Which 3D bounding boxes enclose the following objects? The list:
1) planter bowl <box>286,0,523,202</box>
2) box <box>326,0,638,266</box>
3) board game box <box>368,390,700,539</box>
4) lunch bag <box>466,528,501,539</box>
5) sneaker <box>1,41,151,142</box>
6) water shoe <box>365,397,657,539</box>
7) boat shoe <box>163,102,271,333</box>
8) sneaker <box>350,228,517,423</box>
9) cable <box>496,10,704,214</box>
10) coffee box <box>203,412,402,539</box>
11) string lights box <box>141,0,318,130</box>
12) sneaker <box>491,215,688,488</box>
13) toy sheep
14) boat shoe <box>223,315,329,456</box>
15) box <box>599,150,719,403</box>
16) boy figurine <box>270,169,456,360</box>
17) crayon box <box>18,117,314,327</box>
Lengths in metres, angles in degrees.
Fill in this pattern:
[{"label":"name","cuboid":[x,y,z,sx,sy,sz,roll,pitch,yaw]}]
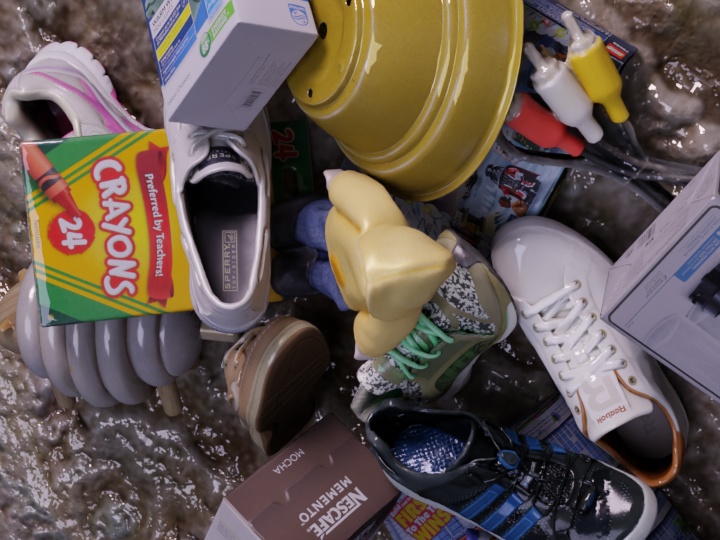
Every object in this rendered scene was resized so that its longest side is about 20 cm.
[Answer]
[{"label":"planter bowl","cuboid":[0.007,-0.144,0.988,0.200,0.083,0.201,-4,86,57]},{"label":"box","cuboid":[0.075,-0.093,1.062,0.137,0.040,0.200,32,122,11]},{"label":"board game box","cuboid":[0.103,0.179,1.152,0.200,0.062,0.200,49,123,-1]},{"label":"lunch bag","cuboid":[0.136,0.257,1.021,0.169,0.200,0.124,6,112,7]},{"label":"sneaker","cuboid":[-0.186,-0.076,1.169,0.200,0.088,0.081,40,123,5]},{"label":"water shoe","cuboid":[0.091,0.136,1.045,0.199,0.072,0.079,11,159,29]},{"label":"boat shoe","cuboid":[-0.092,-0.062,1.040,0.072,0.066,0.201,0,76,-5]},{"label":"sneaker","cuboid":[0.041,0.051,1.070,0.077,0.089,0.200,43,150,16]},{"label":"cable","cuboid":[0.156,-0.067,0.991,0.200,0.050,0.097,42,115,-17]},{"label":"coffee box","cuboid":[-0.056,0.206,1.169,0.080,0.113,0.200,44,144,14]},{"label":"string lights box","cuboid":[-0.094,-0.201,1.018,0.103,0.059,0.201,-46,50,45]},{"label":"sneaker","cuboid":[0.154,0.054,1.042,0.073,0.085,0.200,-34,104,19]},{"label":"toy sheep","cuboid":[-0.181,0.041,1.198,0.199,0.138,0.138,0,111,11]},{"label":"boat shoe","cuboid":[-0.070,0.074,1.143,0.065,0.071,0.200,44,159,13]},{"label":"box","cuboid":[0.261,0.034,0.987,0.200,0.060,0.117,35,123,-7]},{"label":"boy figurine","cuboid":[0.000,0.000,1.013,0.200,0.064,0.125,-157,58,-67]},{"label":"crayon box","cuboid":[-0.127,-0.036,1.109,0.199,0.051,0.127,-7,96,-7]}]
